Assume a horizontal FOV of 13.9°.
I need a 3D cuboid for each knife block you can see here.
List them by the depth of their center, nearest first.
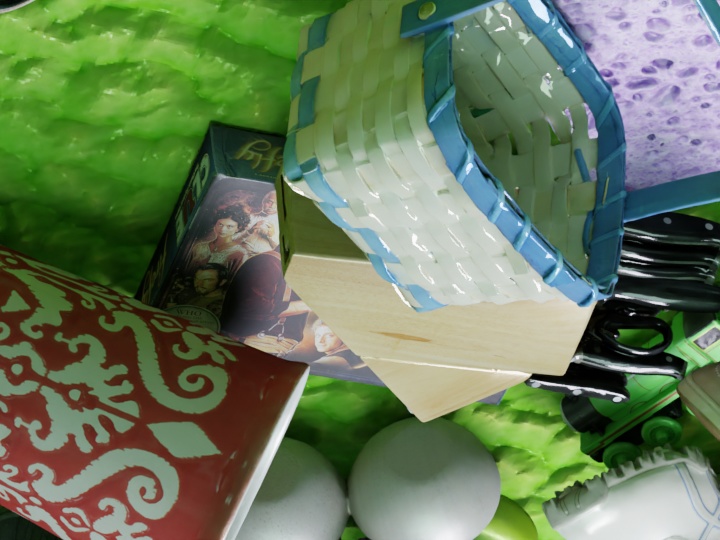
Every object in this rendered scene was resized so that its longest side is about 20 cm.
[{"bbox_3d":[0.078,-0.005,1.419,0.175,0.064,0.200,-25,135,19],"label":"knife block"}]

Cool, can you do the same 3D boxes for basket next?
[{"bbox_3d":[0.077,-0.071,1.289,0.200,0.139,0.176,-11,141,28],"label":"basket"}]

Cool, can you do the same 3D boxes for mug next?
[{"bbox_3d":[-0.146,0.076,1.452,0.200,0.134,0.178,25,146,1],"label":"mug"}]

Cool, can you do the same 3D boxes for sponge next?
[{"bbox_3d":[0.129,-0.109,1.384,0.111,0.030,0.200,-20,137,16],"label":"sponge"}]

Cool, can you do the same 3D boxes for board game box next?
[{"bbox_3d":[0.000,0.000,1.489,0.200,0.035,0.136,9,136,-17],"label":"board game box"}]

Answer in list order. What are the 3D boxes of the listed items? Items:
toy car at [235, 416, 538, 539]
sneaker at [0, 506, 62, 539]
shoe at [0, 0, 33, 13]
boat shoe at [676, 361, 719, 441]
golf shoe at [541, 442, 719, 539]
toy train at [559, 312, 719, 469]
[{"bbox_3d":[0.001,0.183,1.611,0.200,0.150,0.175,-7,139,1],"label":"toy car"},{"bbox_3d":[-0.148,0.161,1.589,0.200,0.104,0.060,-28,134,33],"label":"sneaker"},{"bbox_3d":[-0.114,-0.155,1.254,0.200,0.091,0.072,0,139,-7],"label":"shoe"},{"bbox_3d":[0.217,0.061,1.468,0.065,0.072,0.200,-47,159,16],"label":"boat shoe"},{"bbox_3d":[0.177,0.152,1.596,0.078,0.097,0.200,-31,154,31],"label":"golf shoe"},{"bbox_3d":[0.185,0.042,1.559,0.056,0.042,0.200,37,124,-26],"label":"toy train"}]
